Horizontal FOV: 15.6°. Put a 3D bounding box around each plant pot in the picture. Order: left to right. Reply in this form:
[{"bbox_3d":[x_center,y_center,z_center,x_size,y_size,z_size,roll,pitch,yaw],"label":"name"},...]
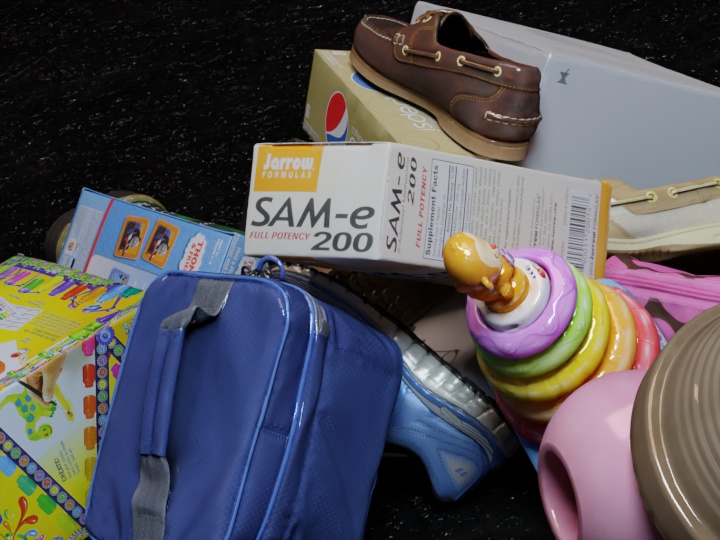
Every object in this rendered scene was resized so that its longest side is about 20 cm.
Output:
[{"bbox_3d":[0.252,0.086,1.409,0.200,0.093,0.202,8,57,-12],"label":"plant pot"}]

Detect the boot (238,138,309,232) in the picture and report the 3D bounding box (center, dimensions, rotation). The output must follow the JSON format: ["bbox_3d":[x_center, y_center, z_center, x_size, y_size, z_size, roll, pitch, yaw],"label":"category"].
[{"bbox_3d":[0.007,-0.039,1.967,0.173,0.070,0.200,16,-8,-14],"label":"boot"}]

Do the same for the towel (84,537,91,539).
[{"bbox_3d":[-0.247,0.196,1.692,0.199,0.024,0.145,-2,25,29],"label":"towel"}]

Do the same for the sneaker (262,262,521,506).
[{"bbox_3d":[0.003,0.071,1.657,0.089,0.200,0.079,-50,-17,2],"label":"sneaker"}]

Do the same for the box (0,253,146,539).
[{"bbox_3d":[-0.236,0.096,1.730,0.192,0.123,0.200,-31,25,-27],"label":"box"}]

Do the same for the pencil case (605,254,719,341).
[{"bbox_3d":[0.228,0.036,1.669,0.199,0.094,0.091,6,70,48],"label":"pencil case"}]

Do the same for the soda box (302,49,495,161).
[{"bbox_3d":[0.024,-0.089,1.827,0.067,0.064,0.200,1,24,-21],"label":"soda box"}]

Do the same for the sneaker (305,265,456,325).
[{"bbox_3d":[0.000,0.000,1.804,0.090,0.068,0.200,12,26,41],"label":"sneaker"}]

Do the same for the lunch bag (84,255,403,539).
[{"bbox_3d":[-0.072,0.090,1.566,0.135,0.201,0.132,4,-13,41],"label":"lunch bag"}]

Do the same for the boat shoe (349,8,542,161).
[{"bbox_3d":[0.061,-0.143,1.798,0.070,0.071,0.200,-6,27,-34],"label":"boat shoe"}]

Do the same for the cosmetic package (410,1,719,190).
[{"bbox_3d":[0.152,-0.100,1.899,0.198,0.124,0.200,10,9,-29],"label":"cosmetic package"}]

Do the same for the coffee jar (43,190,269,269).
[{"bbox_3d":[-0.158,-0.001,2.007,0.104,0.086,0.200,-26,25,-27],"label":"coffee jar"}]

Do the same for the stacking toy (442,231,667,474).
[{"bbox_3d":[0.099,0.028,1.536,0.110,0.200,0.116,-35,51,8],"label":"stacking toy"}]

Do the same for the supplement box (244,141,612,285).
[{"bbox_3d":[0.043,-0.031,1.629,0.199,0.074,0.126,8,-4,-42],"label":"supplement box"}]

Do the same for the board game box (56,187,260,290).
[{"bbox_3d":[-0.159,0.032,1.873,0.036,0.152,0.200,21,-3,-38],"label":"board game box"}]

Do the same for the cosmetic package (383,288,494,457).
[{"bbox_3d":[0.026,0.060,1.803,0.150,0.052,0.200,-2,26,22],"label":"cosmetic package"}]

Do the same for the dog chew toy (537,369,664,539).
[{"bbox_3d":[0.204,0.107,1.504,0.199,0.125,0.125,-13,22,-16],"label":"dog chew toy"}]

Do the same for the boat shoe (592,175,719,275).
[{"bbox_3d":[0.171,-0.027,1.777,0.199,0.074,0.067,-4,64,-17],"label":"boat shoe"}]
